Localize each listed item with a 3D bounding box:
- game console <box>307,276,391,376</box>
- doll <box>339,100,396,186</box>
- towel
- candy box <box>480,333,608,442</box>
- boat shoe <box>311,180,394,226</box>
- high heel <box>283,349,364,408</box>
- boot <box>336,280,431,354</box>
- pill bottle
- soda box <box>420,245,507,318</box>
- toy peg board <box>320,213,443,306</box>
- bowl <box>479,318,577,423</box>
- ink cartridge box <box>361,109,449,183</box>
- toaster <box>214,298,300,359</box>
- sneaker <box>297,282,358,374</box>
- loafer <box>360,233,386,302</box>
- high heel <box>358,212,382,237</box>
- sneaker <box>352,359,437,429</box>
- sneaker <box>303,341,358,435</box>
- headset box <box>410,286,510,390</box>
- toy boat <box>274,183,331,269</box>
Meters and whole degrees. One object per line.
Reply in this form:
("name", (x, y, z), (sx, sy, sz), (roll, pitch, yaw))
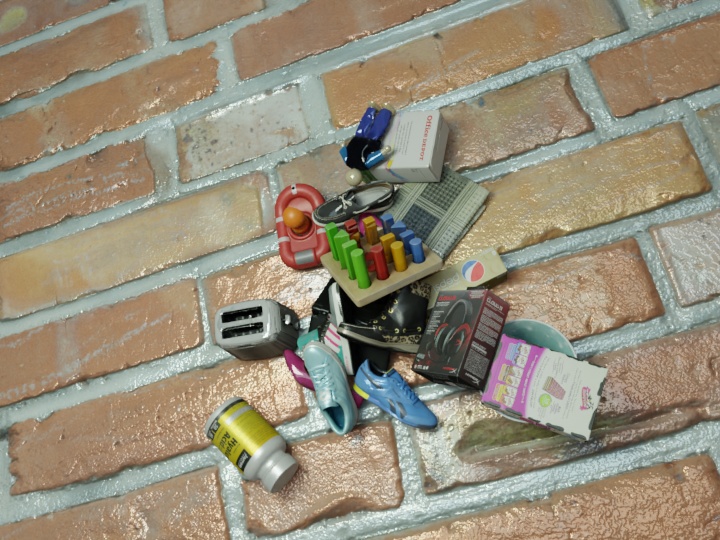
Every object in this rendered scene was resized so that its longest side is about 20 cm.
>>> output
("game console", (-0.007, 0.127, 1.450), (0.198, 0.117, 0.176), (17, 47, 17))
("doll", (0.015, -0.284, 1.468), (0.135, 0.048, 0.202), (17, 79, 32))
("towel", (0.173, -0.146, 1.495), (0.192, 0.035, 0.201), (35, 85, 24))
("candy box", (0.339, 0.217, 1.201), (0.198, 0.061, 0.138), (18, 77, 19))
("boat shoe", (-0.015, -0.154, 1.469), (0.198, 0.060, 0.075), (-14, 65, -11))
("high heel", (-0.080, 0.230, 1.406), (0.096, 0.067, 0.200), (-42, 82, 8))
("boot", (0.055, 0.085, 1.328), (0.198, 0.073, 0.152), (13, 82, -15))
("pill bottle", (-0.227, 0.371, 1.372), (0.199, 0.111, 0.112), (37, 83, 22))
("soda box", (0.215, 0.026, 1.405), (0.198, 0.064, 0.068), (-26, 68, 3))
("toy peg board", (0.032, -0.050, 1.332), (0.198, 0.099, 0.200), (-25, 36, -14))
("bowl", (0.329, 0.206, 1.296), (0.198, 0.105, 0.203), (-4, 72, 12))
("ink cartridge box", (0.094, -0.285, 1.507), (0.198, 0.084, 0.146), (3, 72, 28))
("toaster", (-0.240, 0.130, 1.445), (0.198, 0.129, 0.115), (-9, 69, 11))
("sneaker", (-0.077, 0.127, 1.377), (0.119, 0.084, 0.202), (-5, 100, 13))
("loafer", (0.000, 0.000, 1.450), (0.071, 0.073, 0.201), (-22, 50, -5))
("high heel", (0.039, -0.063, 1.459), (0.067, 0.096, 0.202), (-23, 68, 5))
("sneaker", (0.078, 0.256, 1.347), (0.199, 0.066, 0.079), (29, 105, 18))
("sneaker", (-0.062, 0.241, 1.317), (0.073, 0.082, 0.201), (-27, 95, 13))
("headset box", (0.200, 0.124, 1.283), (0.148, 0.075, 0.202), (-4, 59, 58))
("toy boat", (-0.142, -0.111, 1.500), (0.129, 0.131, 0.202), (-13, 70, 9))
